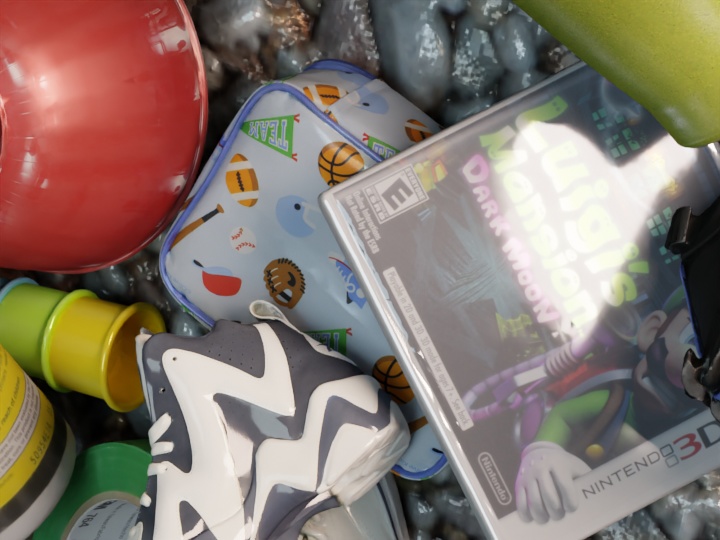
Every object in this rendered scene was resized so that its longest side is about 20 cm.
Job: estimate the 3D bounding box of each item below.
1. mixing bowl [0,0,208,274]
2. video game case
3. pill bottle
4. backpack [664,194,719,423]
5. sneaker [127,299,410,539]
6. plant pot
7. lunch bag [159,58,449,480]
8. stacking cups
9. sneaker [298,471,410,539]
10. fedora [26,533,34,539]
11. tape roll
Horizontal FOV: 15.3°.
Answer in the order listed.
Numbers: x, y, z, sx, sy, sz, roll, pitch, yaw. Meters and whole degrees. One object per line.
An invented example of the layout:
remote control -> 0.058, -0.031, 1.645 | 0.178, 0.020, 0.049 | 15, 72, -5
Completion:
mixing bowl -> -0.188, -0.083, 1.334 | 0.200, 0.108, 0.201 | 8, 107, 26
video game case -> 0.104, 0.013, 1.253 | 0.182, 0.023, 0.200 | -27, 90, -6
pill bottle -> -0.245, 0.054, 1.374 | 0.114, 0.114, 0.200 | -14, 128, 30
backpack -> 0.247, -0.016, 1.141 | 0.147, 0.183, 0.200 | 33, 113, -12
sneaker -> -0.088, 0.095, 1.300 | 0.199, 0.079, 0.130 | -42, 69, 2
plant pot -> 0.135, -0.164, 1.164 | 0.200, 0.200, 0.193 | -33, 99, 31
lunch bag -> 0.000, 0.000, 1.335 | 0.200, 0.076, 0.160 | 39, 121, 13
stacking cups -> -0.204, 0.030, 1.463 | 0.200, 0.060, 0.061 | 11, 109, 29
sneaker -> -0.013, 0.145, 1.382 | 0.073, 0.071, 0.200 | -28, 91, 30
fedora -> -0.256, 0.162, 1.504 | 0.200, 0.092, 0.201 | 8, 107, 26
tape roll -> -0.107, 0.189, 1.410 | 0.200, 0.048, 0.201 | 3, 94, 52
